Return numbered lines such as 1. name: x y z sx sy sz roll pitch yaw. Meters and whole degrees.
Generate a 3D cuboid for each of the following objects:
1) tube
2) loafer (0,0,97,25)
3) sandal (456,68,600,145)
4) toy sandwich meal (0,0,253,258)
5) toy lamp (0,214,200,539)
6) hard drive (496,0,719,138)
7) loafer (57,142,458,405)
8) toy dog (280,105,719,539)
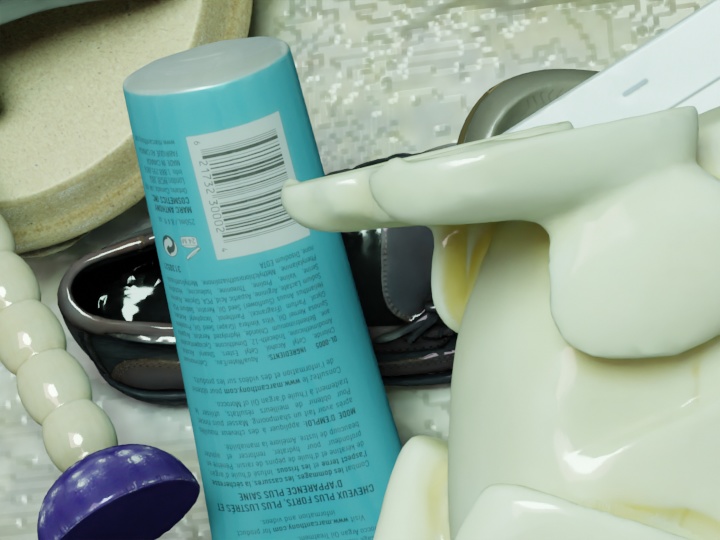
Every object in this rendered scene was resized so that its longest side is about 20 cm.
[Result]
1. tube: -0.025 0.031 0.796 0.077 0.050 0.200 -6 109 19
2. loafer: -0.093 -0.122 0.804 0.200 0.070 0.075 -30 78 -28
3. sandal: 0.129 -0.030 0.786 0.200 0.055 0.082 7 83 -3
4. toy sandwich meal: -0.130 -0.098 0.897 0.205 0.070 0.206 -1 80 5
5. toy lamp: -0.114 -0.005 0.804 0.058 0.058 0.200 -33 69 5
6. hard drive: 0.125 0.026 0.720 0.132 0.027 0.200 -32 90 14
7. loafer: 0.000 0.000 0.829 0.200 0.063 0.072 -13 71 12
8. toy dog: 0.079 0.059 0.667 0.194 0.139 0.200 -11 93 -23
